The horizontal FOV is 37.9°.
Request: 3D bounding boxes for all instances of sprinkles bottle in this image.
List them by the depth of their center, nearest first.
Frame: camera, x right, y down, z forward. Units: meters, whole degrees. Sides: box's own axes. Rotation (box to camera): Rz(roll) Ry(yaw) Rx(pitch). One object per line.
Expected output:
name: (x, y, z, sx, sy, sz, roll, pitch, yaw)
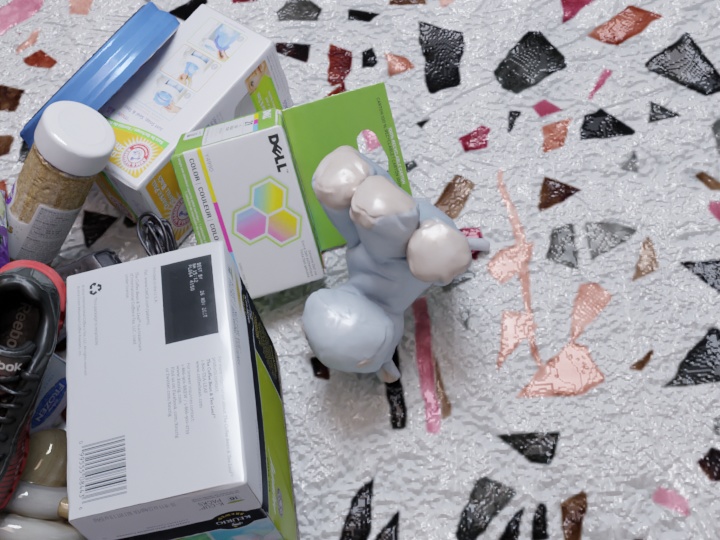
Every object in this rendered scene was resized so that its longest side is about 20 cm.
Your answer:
sprinkles bottle: (-0.293, -0.062, 0.972, 0.067, 0.201, 0.069, 23, 38, -20)

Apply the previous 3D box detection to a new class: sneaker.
sneaker: (-0.265, 0.087, 0.756, 0.070, 0.098, 0.204, 16, 81, -11)

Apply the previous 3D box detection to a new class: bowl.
bowl: (-0.264, -0.192, 1.054, 0.200, 0.039, 0.201, -40, 18, 15)

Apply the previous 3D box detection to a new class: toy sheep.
toy sheep: (-0.270, 0.224, 0.836, 0.136, 0.138, 0.203, 16, 85, 19)

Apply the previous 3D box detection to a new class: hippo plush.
hippo plush: (0.000, 0.000, 0.901, 0.158, 0.200, 0.162, 36, 98, 6)

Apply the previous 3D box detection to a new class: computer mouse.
computer mouse: (-0.242, 0.049, 0.985, 0.198, 0.046, 0.142, -26, 80, 3)

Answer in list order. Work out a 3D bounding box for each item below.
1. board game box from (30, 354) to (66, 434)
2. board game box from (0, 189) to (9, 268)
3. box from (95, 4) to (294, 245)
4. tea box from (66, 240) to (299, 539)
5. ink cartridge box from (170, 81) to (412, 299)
board game box: (-0.338, 0.127, 0.847, 0.041, 0.200, 0.201, 27, 74, 25)
board game box: (-0.386, 0.026, 0.968, 0.199, 0.032, 0.121, -39, 48, 29)
box: (-0.171, -0.142, 1.040, 0.101, 0.113, 0.201, 31, 70, 25)
tea box: (-0.135, 0.122, 0.826, 0.131, 0.198, 0.203, -13, 56, 4)
ink cartridge box: (-0.054, -0.071, 0.948, 0.197, 0.150, 0.076, -16, 20, 2)
